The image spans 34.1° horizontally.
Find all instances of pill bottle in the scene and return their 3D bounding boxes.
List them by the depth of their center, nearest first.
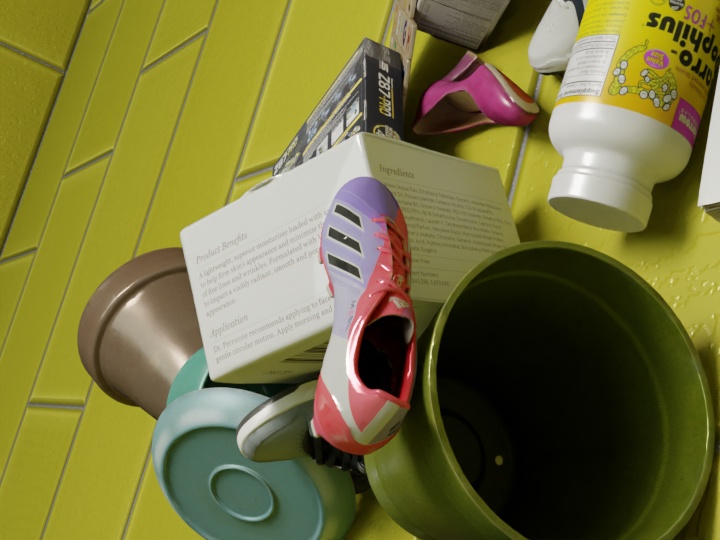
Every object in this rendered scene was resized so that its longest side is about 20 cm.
[{"bbox_3d":[0.200,-0.133,0.852,0.104,0.104,0.201,4,74,61],"label":"pill bottle"}]

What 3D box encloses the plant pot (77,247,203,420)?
[{"bbox_3d":[-0.198,0.101,1.327,0.175,0.200,0.201,44,110,44],"label":"plant pot"}]

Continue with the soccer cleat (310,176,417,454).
[{"bbox_3d":[0.011,0.017,0.727,0.076,0.067,0.201,-41,34,47],"label":"soccer cleat"}]

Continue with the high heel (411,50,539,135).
[{"bbox_3d":[0.101,-0.139,1.072,0.096,0.067,0.200,-51,15,10],"label":"high heel"}]

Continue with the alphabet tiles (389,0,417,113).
[{"bbox_3d":[0.036,-0.197,1.194,0.167,0.006,0.201,-99,16,-68],"label":"alphabet tiles"}]

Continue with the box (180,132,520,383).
[{"bbox_3d":[0.000,0.000,0.936,0.199,0.200,0.131,-25,71,34],"label":"box"}]

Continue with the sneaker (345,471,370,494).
[{"bbox_3d":[-0.004,0.111,1.089,0.085,0.078,0.201,97,173,-60],"label":"sneaker"}]

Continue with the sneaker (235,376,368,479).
[{"bbox_3d":[0.007,0.148,0.938,0.084,0.199,0.121,78,175,-51],"label":"sneaker"}]

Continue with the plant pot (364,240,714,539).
[{"bbox_3d":[0.096,0.107,0.791,0.193,0.200,0.201,140,144,-60],"label":"plant pot"}]

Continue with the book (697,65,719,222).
[{"bbox_3d":[0.296,-0.132,0.752,0.133,0.048,0.201,-16,55,52],"label":"book"}]

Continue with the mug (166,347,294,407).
[{"bbox_3d":[-0.108,0.126,1.160,0.114,0.152,0.186,-14,51,60],"label":"mug"}]

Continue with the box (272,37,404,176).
[{"bbox_3d":[-0.028,-0.103,1.148,0.200,0.049,0.162,-50,30,39],"label":"box"}]

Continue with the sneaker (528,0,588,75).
[{"bbox_3d":[0.173,-0.264,0.970,0.199,0.129,0.080,-48,32,32],"label":"sneaker"}]

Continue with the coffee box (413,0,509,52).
[{"bbox_3d":[0.110,-0.299,1.086,0.200,0.079,0.115,124,164,-79],"label":"coffee box"}]

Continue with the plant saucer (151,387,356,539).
[{"bbox_3d":[-0.102,0.193,1.052,0.200,0.200,0.027,-44,8,37],"label":"plant saucer"}]
